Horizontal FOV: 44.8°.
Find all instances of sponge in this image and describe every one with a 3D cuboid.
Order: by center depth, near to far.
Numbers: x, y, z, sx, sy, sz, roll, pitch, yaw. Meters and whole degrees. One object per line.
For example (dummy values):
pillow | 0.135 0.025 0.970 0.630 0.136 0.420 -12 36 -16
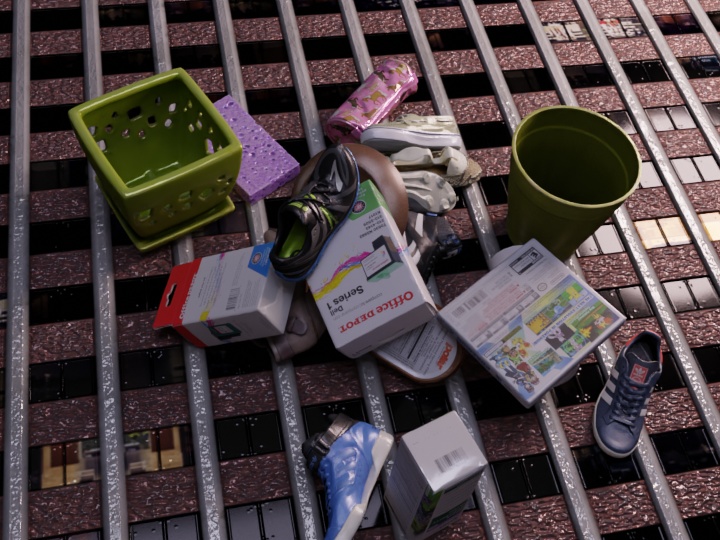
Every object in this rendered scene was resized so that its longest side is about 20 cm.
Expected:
sponge | -0.205 -0.206 1.480 0.111 0.030 0.200 -35 66 -26

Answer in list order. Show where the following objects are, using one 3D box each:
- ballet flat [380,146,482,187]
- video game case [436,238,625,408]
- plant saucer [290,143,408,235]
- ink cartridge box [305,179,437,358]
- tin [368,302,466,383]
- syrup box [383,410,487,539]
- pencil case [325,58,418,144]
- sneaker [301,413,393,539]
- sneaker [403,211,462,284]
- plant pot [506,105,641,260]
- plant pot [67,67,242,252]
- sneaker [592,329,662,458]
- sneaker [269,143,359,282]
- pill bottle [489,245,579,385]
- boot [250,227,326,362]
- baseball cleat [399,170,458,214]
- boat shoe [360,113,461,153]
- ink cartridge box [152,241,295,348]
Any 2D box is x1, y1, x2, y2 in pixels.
ballet flat | 0.116 -0.178 1.472 0.197 0.076 0.069 -3 58 -9
video game case | 0.238 0.068 1.225 0.199 0.022 0.182 -35 63 -21
plant saucer | -0.025 -0.095 1.345 0.198 0.037 0.203 1 93 20
ink cartridge box | 0.000 0.000 1.233 0.144 0.084 0.202 -27 70 7
tin | 0.060 0.086 1.276 0.199 0.042 0.113 30 101 14
syrup box | 0.089 0.265 1.095 0.078 0.201 0.082 -22 59 -20
pencil case | 0.022 -0.290 1.533 0.086 0.083 0.201 33 58 7
sneaker | -0.039 0.277 1.144 0.110 0.077 0.201 25 52 3
sneaker | 0.109 -0.014 1.362 0.110 0.073 0.202 0 56 -7
plant pot | 0.315 -0.118 1.385 0.198 0.194 0.202 3 55 -5
plant pot | -0.308 -0.158 1.344 0.198 0.182 0.201 -27 63 -22
sneaker | 0.391 0.171 1.265 0.074 0.085 0.201 20 56 7
sneaker | -0.063 -0.081 1.183 0.070 0.083 0.201 24 82 22
pill bottle | 0.251 0.067 1.303 0.107 0.109 0.202 -3 56 -9
boot | -0.127 0.038 1.307 0.146 0.071 0.200 -39 60 -18
baseball cleat | 0.061 -0.129 1.437 0.198 0.106 0.071 9 80 -35
boat shoe | 0.083 -0.233 1.488 0.198 0.072 0.063 -2 76 -33
ink cartridge box | -0.195 0.040 1.259 0.198 0.067 0.117 -11 51 31
